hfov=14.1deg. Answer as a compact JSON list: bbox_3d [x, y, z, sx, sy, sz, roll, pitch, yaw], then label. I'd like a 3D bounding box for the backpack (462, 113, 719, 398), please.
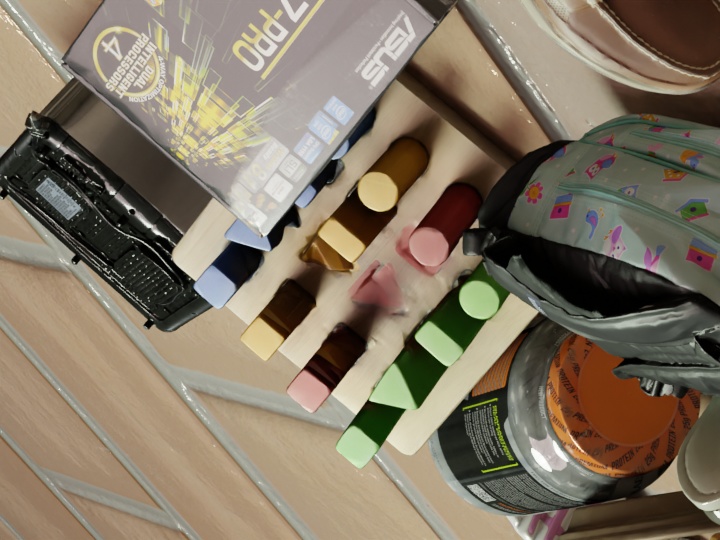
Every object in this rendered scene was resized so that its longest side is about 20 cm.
[{"bbox_3d":[0.172,-0.007,1.529,0.166,0.127,0.200,31,171,-29],"label":"backpack"}]

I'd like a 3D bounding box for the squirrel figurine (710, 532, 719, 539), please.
[{"bbox_3d":[0.280,0.223,1.815,0.199,0.142,0.187,11,161,19],"label":"squirrel figurine"}]

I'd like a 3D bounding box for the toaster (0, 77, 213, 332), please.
[{"bbox_3d":[-0.146,-0.063,1.998,0.181,0.119,0.200,41,161,-7],"label":"toaster"}]

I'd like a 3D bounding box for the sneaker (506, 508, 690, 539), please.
[{"bbox_3d":[0.172,0.195,2.056,0.200,0.081,0.088,38,168,1],"label":"sneaker"}]

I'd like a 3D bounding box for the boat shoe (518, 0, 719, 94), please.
[{"bbox_3d":[0.105,-0.162,1.399,0.200,0.076,0.072,40,159,-5],"label":"boat shoe"}]

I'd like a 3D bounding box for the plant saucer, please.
[{"bbox_3d":[0.215,0.145,1.762,0.200,0.199,0.030,157,106,-68],"label":"plant saucer"}]

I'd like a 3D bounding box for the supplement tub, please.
[{"bbox_3d":[0.128,0.088,1.827,0.122,0.123,0.200,43,161,-9],"label":"supplement tub"}]

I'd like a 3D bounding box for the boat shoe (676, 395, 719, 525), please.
[{"bbox_3d":[0.221,0.089,1.586,0.072,0.202,0.060,-25,107,24],"label":"boat shoe"}]

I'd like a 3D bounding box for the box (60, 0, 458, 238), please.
[{"bbox_3d":[-0.059,-0.138,1.647,0.161,0.049,0.200,40,128,-2],"label":"box"}]

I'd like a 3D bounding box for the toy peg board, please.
[{"bbox_3d":[0.000,0.000,1.747,0.199,0.098,0.200,39,119,0],"label":"toy peg board"}]
